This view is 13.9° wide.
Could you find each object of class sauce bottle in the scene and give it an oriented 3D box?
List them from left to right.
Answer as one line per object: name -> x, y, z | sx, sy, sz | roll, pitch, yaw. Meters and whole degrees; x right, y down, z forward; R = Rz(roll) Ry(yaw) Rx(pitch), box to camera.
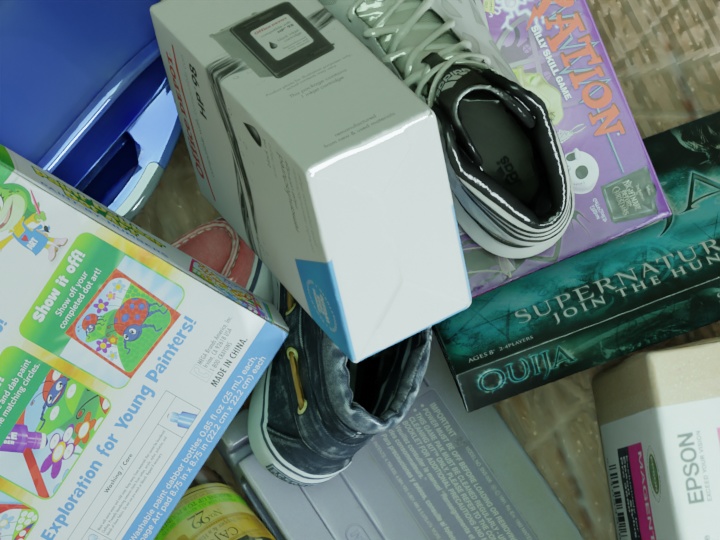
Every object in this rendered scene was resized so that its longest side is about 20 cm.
sauce bottle -> -0.042, 0.174, 1.400 | 0.065, 0.065, 0.200 | -42, 53, -3

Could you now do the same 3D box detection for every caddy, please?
caddy -> -0.148, -0.060, 1.433 | 0.105, 0.141, 0.200 | 40, 87, 8

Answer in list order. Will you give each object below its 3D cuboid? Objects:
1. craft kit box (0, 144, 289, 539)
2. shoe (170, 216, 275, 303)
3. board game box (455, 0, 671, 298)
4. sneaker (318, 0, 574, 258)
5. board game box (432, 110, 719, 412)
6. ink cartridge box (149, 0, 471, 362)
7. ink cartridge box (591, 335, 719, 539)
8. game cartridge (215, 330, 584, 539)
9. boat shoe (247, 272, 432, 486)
craft kit box -> -0.168, 0.057, 1.364 | 0.197, 0.049, 0.201 | 31, 100, -23
shoe -> -0.128, 0.039, 1.438 | 0.200, 0.091, 0.071 | -48, 48, -1
board game box -> 0.056, -0.096, 1.403 | 0.119, 0.032, 0.201 | -22, 87, -10
sneaker -> 0.038, -0.101, 1.330 | 0.075, 0.115, 0.201 | -35, 88, -7
board game box -> 0.126, -0.011, 1.433 | 0.199, 0.135, 0.028 | -20, 124, -2
ink cartridge box -> -0.033, -0.063, 1.356 | 0.066, 0.116, 0.200 | -27, 41, -15
ink cartridge box -> 0.171, 0.135, 1.394 | 0.075, 0.165, 0.201 | -8, 84, -5
game cartridge -> 0.033, 0.130, 1.441 | 0.129, 0.038, 0.201 | -29, 74, -20
boat shoe -> 0.000, 0.000, 1.416 | 0.070, 0.091, 0.201 | 18, 62, -25
